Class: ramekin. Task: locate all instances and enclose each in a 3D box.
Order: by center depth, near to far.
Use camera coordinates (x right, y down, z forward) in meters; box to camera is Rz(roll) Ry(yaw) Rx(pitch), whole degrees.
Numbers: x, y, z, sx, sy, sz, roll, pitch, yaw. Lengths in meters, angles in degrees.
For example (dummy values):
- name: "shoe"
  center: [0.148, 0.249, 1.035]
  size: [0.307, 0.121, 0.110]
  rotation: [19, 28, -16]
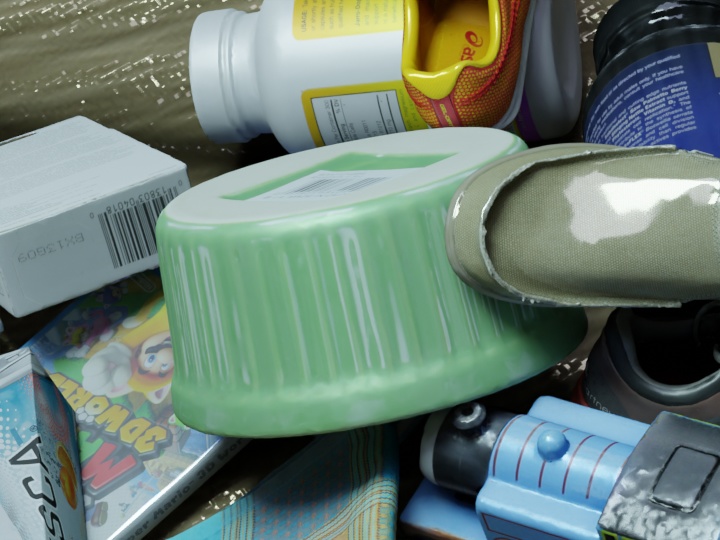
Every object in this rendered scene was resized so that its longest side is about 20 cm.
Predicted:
- name: "ramekin"
  center: [0.000, 0.000, 1.262]
  size: [0.200, 0.098, 0.200]
  rotation: [-12, 12, 3]

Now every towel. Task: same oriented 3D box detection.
- name: "towel"
  center: [-0.042, 0.147, 1.205]
  size: [0.147, 0.022, 0.200]
  rotation: [-36, 21, 19]

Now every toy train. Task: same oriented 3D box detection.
- name: "toy train"
  center: [0.110, 0.111, 1.197]
  size: [0.200, 0.114, 0.087]
  rotation: [16, 55, 31]

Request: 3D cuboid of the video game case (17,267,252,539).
- name: "video game case"
  center: [-0.147, 0.090, 1.363]
  size: [0.200, 0.018, 0.143]
  rotation: [-42, 49, -12]

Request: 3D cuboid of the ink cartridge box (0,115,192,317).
- name: "ink cartridge box"
  center: [-0.166, -0.033, 1.449]
  size: [0.109, 0.050, 0.200]
  rotation: [-20, 17, -17]

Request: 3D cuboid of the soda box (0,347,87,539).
- name: "soda box"
  center: [-0.169, 0.138, 1.279]
  size: [0.068, 0.064, 0.200]
  rotation: [-17, 51, 8]

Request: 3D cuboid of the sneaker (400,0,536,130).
- name: "sneaker"
  center: [0.057, -0.161, 1.357]
  size: [0.073, 0.077, 0.200]
  rotation: [-8, 57, 15]

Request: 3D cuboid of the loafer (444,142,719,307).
- name: "loafer"
  center: [0.136, -0.021, 1.178]
  size: [0.200, 0.076, 0.068]
  rotation: [-3, -1, -15]

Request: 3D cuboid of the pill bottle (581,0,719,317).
- name: "pill bottle"
  center: [0.169, -0.050, 1.330]
  size: [0.112, 0.112, 0.200]
  rotation: [-13, 46, 7]

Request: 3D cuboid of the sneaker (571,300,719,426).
- name: "sneaker"
  center: [0.199, 0.054, 1.223]
  size: [0.200, 0.082, 0.077]
  rotation: [4, 46, 0]

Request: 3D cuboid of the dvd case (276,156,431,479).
- name: "dvd case"
  center: [-0.012, 0.019, 1.395]
  size: [0.200, 0.018, 0.143]
  rotation: [23, 58, 36]

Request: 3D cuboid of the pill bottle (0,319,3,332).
- name: "pill bottle"
  center: [-0.292, 0.049, 1.399]
  size: [0.200, 0.113, 0.113]
  rotation: [-34, 46, -12]

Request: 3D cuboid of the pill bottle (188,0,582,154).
- name: "pill bottle"
  center: [0.013, -0.114, 1.451]
  size: [0.200, 0.104, 0.104]
  rotation: [-5, 47, 15]
